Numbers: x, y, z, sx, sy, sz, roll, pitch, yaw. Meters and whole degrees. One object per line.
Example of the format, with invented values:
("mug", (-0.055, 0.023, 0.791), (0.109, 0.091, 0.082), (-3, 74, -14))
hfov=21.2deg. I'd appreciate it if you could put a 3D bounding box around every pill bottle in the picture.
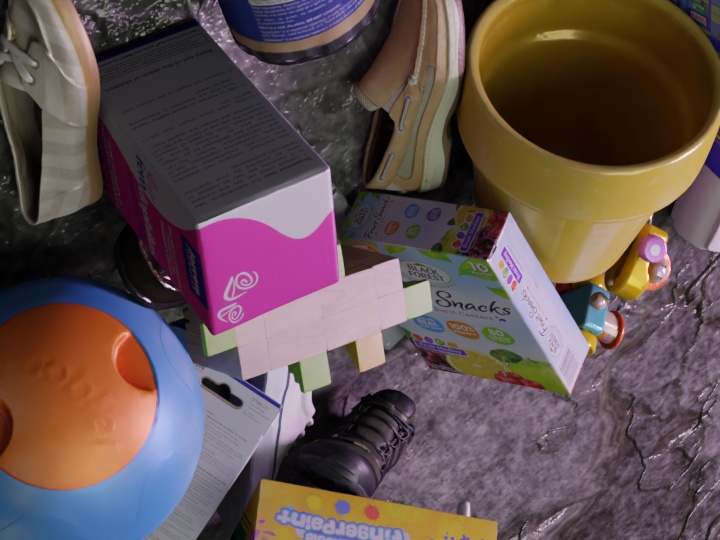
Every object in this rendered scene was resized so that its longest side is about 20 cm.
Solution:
("pill bottle", (-0.061, -0.241, 1.254), (0.111, 0.112, 0.201), (-33, 137, -11))

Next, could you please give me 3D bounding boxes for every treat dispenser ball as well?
("treat dispenser ball", (-0.210, 0.106, 1.355), (0.200, 0.201, 0.202), (-21, 134, -23))

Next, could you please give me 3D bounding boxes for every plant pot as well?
("plant pot", (0.167, -0.097, 1.508), (0.199, 0.201, 0.190), (-23, 151, -21))

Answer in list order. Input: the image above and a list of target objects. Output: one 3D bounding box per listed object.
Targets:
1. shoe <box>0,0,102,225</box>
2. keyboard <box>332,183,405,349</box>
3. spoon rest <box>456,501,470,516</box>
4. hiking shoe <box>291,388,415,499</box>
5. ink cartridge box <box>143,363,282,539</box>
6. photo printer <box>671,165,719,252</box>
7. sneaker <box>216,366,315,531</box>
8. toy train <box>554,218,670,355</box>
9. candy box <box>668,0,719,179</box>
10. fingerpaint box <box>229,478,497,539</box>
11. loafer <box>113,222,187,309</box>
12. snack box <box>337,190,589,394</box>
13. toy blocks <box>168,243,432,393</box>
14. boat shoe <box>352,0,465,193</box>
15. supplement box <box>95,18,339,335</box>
("shoe", (-0.209, -0.112, 1.274), (0.053, 0.070, 0.201), (-29, 139, -27))
("keyboard", (0.000, 0.000, 1.580), (0.056, 0.011, 0.200), (-39, 138, 2))
("spoon rest", (-0.002, 0.235, 1.675), (0.198, 0.061, 0.099), (-4, 170, 1))
("hiking shoe", (0.000, 0.141, 1.612), (0.101, 0.075, 0.200), (-59, 176, -1))
("ink cartridge box", (-0.150, 0.157, 1.531), (0.094, 0.037, 0.201), (33, 107, -3))
("photo printer", (0.385, -0.114, 1.741), (0.165, 0.069, 0.201), (0, 123, -38))
("sneaker", (-0.072, 0.130, 1.580), (0.070, 0.073, 0.201), (-10, 130, -34))
("toy train", (0.218, -0.012, 1.641), (0.055, 0.151, 0.201), (24, 116, -22))
("candy box", (0.284, -0.192, 1.522), (0.076, 0.169, 0.201), (-21, 134, -19))
("fingerpaint box", (-0.006, 0.247, 1.570), (0.198, 0.074, 0.167), (11, 150, -9))
("loafer", (-0.096, -0.038, 1.387), (0.071, 0.073, 0.200), (-30, -178, 46))
("snack box", (0.086, 0.020, 1.550), (0.053, 0.141, 0.200), (-64, 144, -25))
("toy blocks", (-0.066, 0.025, 1.457), (0.199, 0.136, 0.101), (-19, 109, -33))
("boat shoe", (0.032, -0.139, 1.450), (0.075, 0.072, 0.201), (-7, 128, -14))
("supplement box", (-0.105, -0.066, 1.296), (0.103, 0.200, 0.102), (-24, 135, -20))
